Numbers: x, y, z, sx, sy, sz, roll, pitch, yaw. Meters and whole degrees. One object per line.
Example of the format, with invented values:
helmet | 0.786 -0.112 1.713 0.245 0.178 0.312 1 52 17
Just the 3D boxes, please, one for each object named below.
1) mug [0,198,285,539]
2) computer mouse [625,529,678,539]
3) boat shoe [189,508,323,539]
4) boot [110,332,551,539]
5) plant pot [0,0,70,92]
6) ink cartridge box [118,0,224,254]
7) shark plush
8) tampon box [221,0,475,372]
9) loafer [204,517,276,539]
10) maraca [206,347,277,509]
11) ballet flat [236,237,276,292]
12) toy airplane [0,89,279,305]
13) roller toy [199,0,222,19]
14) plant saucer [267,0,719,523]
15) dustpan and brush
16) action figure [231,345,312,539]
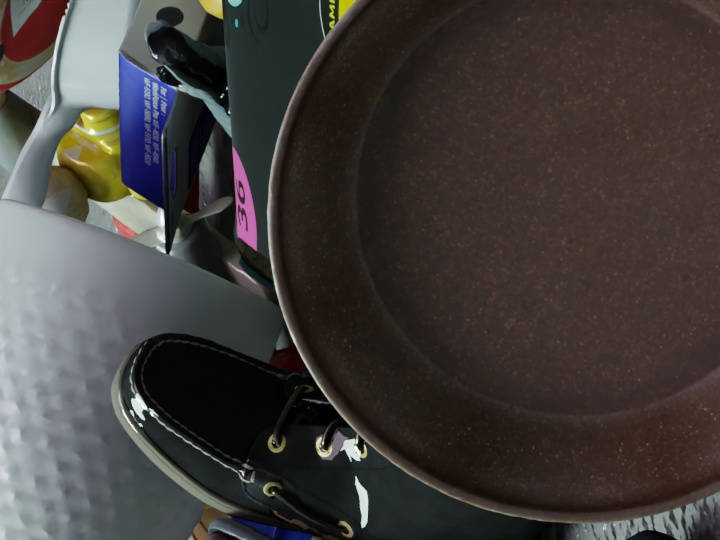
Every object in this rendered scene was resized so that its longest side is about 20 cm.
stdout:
mug | -0.146 0.072 1.166 0.200 0.147 0.176 13 80 58
computer mouse | 0.102 0.174 0.965 0.059 0.034 0.201 42 139 26
boat shoe | -0.031 0.137 1.274 0.200 0.072 0.068 21 107 61
boot | 0.003 0.064 1.019 0.073 0.199 0.151 -60 5 -32
plant pot | -0.219 -0.196 1.236 0.182 0.201 0.201 33 144 9
ink cartridge box | -0.082 -0.112 1.183 0.100 0.039 0.201 96 -172 -53
shark plush | -0.053 -0.067 1.066 0.083 0.200 0.091 22 102 19
tampon box | 0.036 -0.068 0.915 0.200 0.125 0.151 -148 52 -64
loafer | 0.003 0.185 1.047 0.199 0.063 0.072 37 163 3
maraca | -0.126 0.091 1.277 0.137 0.200 0.107 11 137 49
ballet flat | 0.000 0.000 1.146 0.200 0.070 0.071 -139 44 -61
toy airplane | -0.137 -0.045 1.366 0.200 0.141 0.200 -25 93 55
roller toy | -0.056 -0.230 1.078 0.182 0.139 0.201 -44 51 55
plant saucer | 0.070 -0.018 0.788 0.037 0.199 0.202 -79 -13 -73
dustpan and brush | -0.131 -0.103 1.216 0.140 0.057 0.202 52 -128 -81
action figure | -0.059 0.144 1.174 0.099 0.065 0.201 -32 35 48
